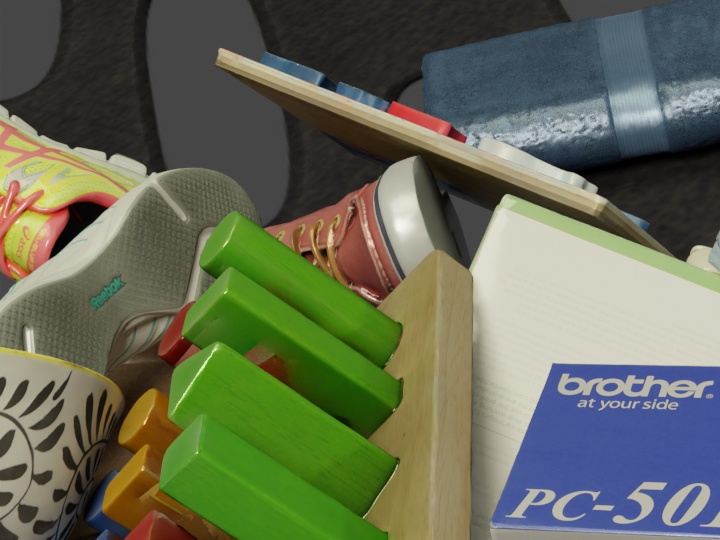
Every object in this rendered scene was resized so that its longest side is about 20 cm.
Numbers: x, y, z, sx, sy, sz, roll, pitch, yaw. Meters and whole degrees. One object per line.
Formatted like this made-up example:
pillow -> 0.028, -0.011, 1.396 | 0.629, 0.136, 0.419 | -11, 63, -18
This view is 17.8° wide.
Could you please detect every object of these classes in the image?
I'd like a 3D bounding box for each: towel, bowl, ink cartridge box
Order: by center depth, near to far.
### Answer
ink cartridge box -> 0.151, 0.076, 0.766 | 0.198, 0.045, 0.094 | 0, 34, 21
ink cartridge box -> 0.084, 0.083, 0.880 | 0.145, 0.048, 0.201 | 22, 65, 8
bowl -> -0.191, 0.095, 0.896 | 0.199, 0.201, 0.095 | -7, 72, 16
towel -> 0.132, -0.091, 1.187 | 0.198, 0.049, 0.112 | -10, 31, 9

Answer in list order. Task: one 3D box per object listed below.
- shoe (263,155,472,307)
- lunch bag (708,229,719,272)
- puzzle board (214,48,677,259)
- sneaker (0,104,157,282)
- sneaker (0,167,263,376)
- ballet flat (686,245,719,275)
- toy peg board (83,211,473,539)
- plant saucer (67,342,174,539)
shoe -> 0.000, 0.000, 1.026 | 0.090, 0.072, 0.200 | -18, -3, 5
lunch bag -> 0.247, -0.065, 0.908 | 0.198, 0.171, 0.127 | 3, 26, -22
puzzle board -> 0.048, -0.047, 1.031 | 0.199, 0.151, 0.018 | 24, 88, 28
sneaker -> -0.176, -0.034, 1.136 | 0.198, 0.079, 0.090 | 12, 23, -20
sneaker -> -0.123, 0.013, 1.054 | 0.080, 0.071, 0.200 | -20, 11, 46
ballet flat -> 0.132, 0.027, 0.979 | 0.199, 0.072, 0.072 | -11, 31, 9
toy peg board -> -0.058, 0.090, 0.841 | 0.199, 0.098, 0.201 | -46, 19, 26
plant saucer -> -0.126, 0.077, 1.052 | 0.199, 0.037, 0.201 | -11, 31, 7
